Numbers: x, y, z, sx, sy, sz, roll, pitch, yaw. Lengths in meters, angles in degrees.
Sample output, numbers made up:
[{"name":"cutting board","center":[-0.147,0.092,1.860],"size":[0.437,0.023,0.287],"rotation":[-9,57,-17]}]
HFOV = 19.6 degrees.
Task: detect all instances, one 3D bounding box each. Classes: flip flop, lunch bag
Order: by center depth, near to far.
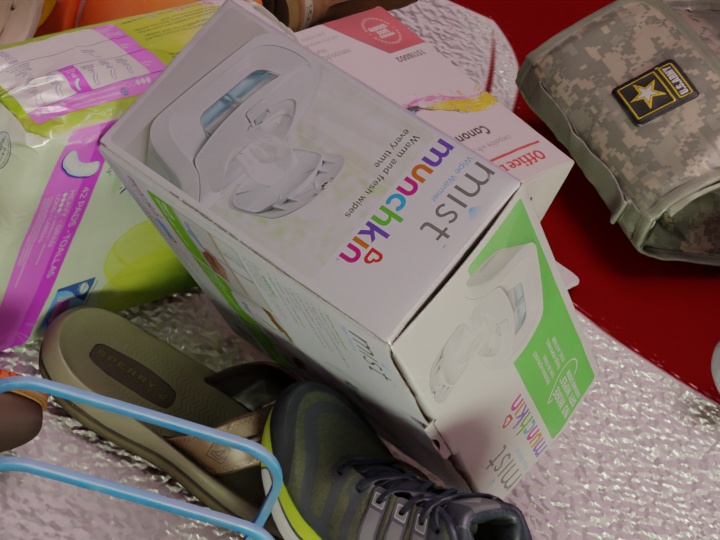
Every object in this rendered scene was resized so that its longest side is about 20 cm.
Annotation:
[{"name":"flip flop","center":[-0.054,0.068,0.971],"size":[0.200,0.058,0.081],"rotation":[31,34,-2]},{"name":"lunch bag","center":[0.215,-0.088,1.318],"size":[0.200,0.118,0.164],"rotation":[-5,46,-31]}]

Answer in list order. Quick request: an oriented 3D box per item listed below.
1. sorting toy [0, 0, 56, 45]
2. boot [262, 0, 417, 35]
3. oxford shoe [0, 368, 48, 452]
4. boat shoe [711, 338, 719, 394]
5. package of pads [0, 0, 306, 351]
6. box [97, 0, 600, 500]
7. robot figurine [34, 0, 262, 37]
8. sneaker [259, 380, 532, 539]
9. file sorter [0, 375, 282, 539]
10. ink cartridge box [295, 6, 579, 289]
[{"name":"sorting toy","center":[-0.261,-0.136,1.026],"size":[0.180,0.200,0.107],"rotation":[27,-3,25]},{"name":"boot","center":[-0.071,-0.188,1.298],"size":[0.175,0.066,0.200],"rotation":[25,25,15]},{"name":"oxford shoe","center":[-0.211,0.084,0.855],"size":[0.200,0.071,0.073],"rotation":[-7,74,-42]},{"name":"boat shoe","center":[0.285,0.057,1.209],"size":[0.202,0.075,0.086],"rotation":[16,36,-20]},{"name":"package of pads","center":[-0.122,-0.048,0.992],"size":[0.068,0.155,0.200],"rotation":[43,37,21]},{"name":"box","center":[0.000,0.000,0.950],"size":[0.176,0.200,0.097],"rotation":[33,77,29]},{"name":"robot figurine","center":[-0.134,-0.148,1.127],"size":[0.117,0.144,0.200],"rotation":[-44,49,-17]},{"name":"sneaker","center":[0.030,0.114,0.888],"size":[0.074,0.081,0.200],"rotation":[-11,50,-43]},{"name":"file sorter","center":[-0.104,0.155,0.770],"size":[0.139,0.123,0.200],"rotation":[18,35,-15]},{"name":"ink cartridge box","center":[0.039,-0.061,1.198],"size":[0.200,0.068,0.116],"rotation":[41,36,18]}]
